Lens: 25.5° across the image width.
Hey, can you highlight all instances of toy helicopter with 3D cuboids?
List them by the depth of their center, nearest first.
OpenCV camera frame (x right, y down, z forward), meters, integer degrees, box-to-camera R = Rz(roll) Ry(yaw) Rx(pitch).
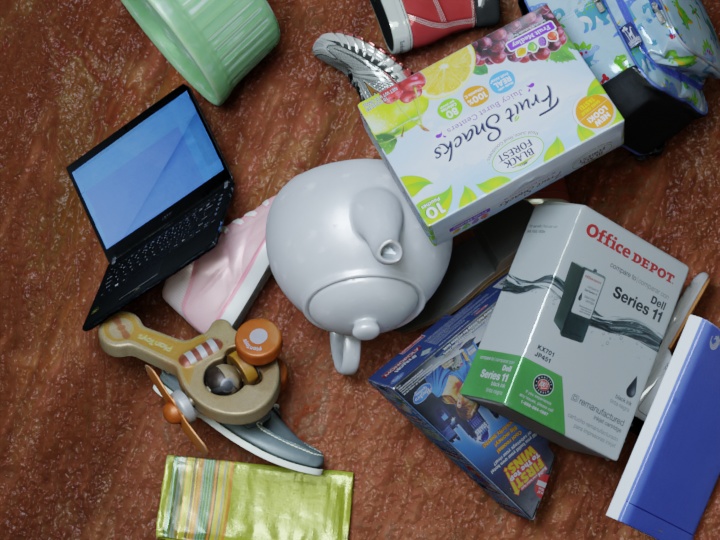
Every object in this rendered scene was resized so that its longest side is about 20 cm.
[{"bbox_3d":[-0.175,0.097,1.565,0.198,0.079,0.133,20,57,17],"label":"toy helicopter"}]

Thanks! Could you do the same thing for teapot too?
[{"bbox_3d":[0.000,0.000,1.523,0.196,0.200,0.147,-21,58,28],"label":"teapot"}]

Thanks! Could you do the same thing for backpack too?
[{"bbox_3d":[0.255,-0.235,1.547,0.146,0.182,0.201,-35,67,25],"label":"backpack"}]

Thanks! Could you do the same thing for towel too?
[{"bbox_3d":[-0.107,0.238,1.614,0.198,0.018,0.087,4,82,9],"label":"towel"}]

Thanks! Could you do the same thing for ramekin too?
[{"bbox_3d":[-0.171,-0.276,1.621,0.098,0.200,0.200,-40,77,-7],"label":"ramekin"}]

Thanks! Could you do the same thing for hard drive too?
[{"bbox_3d":[0.311,0.157,1.509,0.025,0.132,0.202,19,83,44],"label":"hard drive"}]

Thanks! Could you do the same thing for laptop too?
[{"bbox_3d":[-0.225,-0.066,1.613,0.176,0.201,0.103,-32,113,22],"label":"laptop"}]

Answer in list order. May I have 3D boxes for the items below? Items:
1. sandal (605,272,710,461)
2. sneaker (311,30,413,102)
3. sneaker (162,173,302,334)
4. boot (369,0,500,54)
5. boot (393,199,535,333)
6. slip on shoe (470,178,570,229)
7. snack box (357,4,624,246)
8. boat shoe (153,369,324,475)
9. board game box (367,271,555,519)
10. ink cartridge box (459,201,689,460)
[{"bbox_3d":[0.302,0.100,1.541,0.059,0.079,0.208,29,84,15],"label":"sandal"},{"bbox_3d":[0.025,-0.174,1.631,0.200,0.078,0.082,39,94,15],"label":"sneaker"},{"bbox_3d":[-0.130,-0.031,1.631,0.104,0.075,0.201,33,91,7],"label":"sneaker"},{"bbox_3d":[0.070,-0.330,1.661,0.143,0.073,0.202,-17,71,-8],"label":"boot"},{"bbox_3d":[0.113,0.009,1.593,0.199,0.075,0.074,-33,55,22],"label":"boot"},{"bbox_3d":[0.113,-0.079,1.606,0.198,0.074,0.062,0,74,4],"label":"slip on shoe"},{"bbox_3d":[0.117,-0.131,1.434,0.199,0.053,0.143,-29,68,-3],"label":"snack box"},{"bbox_3d":[-0.115,0.140,1.604,0.199,0.073,0.062,28,90,17],"label":"boat shoe"},{"bbox_3d":[0.141,0.128,1.544,0.199,0.062,0.201,-37,108,-17],"label":"board game box"},{"bbox_3d":[0.202,0.055,1.486,0.146,0.083,0.202,26,80,-26],"label":"ink cartridge box"}]
